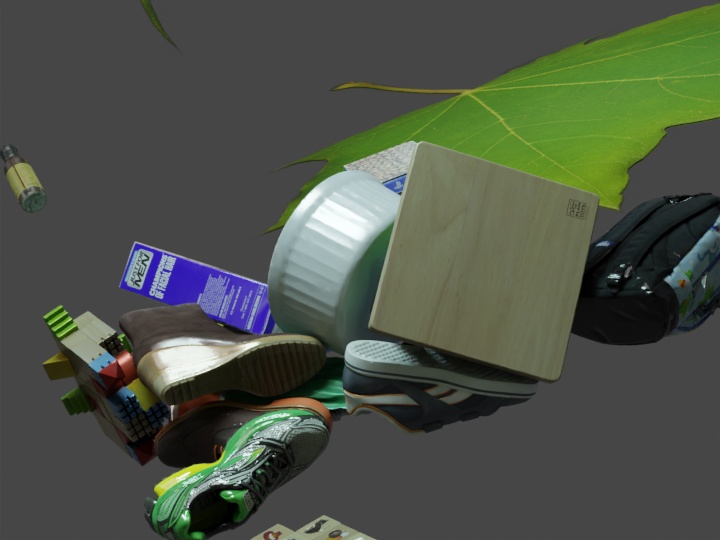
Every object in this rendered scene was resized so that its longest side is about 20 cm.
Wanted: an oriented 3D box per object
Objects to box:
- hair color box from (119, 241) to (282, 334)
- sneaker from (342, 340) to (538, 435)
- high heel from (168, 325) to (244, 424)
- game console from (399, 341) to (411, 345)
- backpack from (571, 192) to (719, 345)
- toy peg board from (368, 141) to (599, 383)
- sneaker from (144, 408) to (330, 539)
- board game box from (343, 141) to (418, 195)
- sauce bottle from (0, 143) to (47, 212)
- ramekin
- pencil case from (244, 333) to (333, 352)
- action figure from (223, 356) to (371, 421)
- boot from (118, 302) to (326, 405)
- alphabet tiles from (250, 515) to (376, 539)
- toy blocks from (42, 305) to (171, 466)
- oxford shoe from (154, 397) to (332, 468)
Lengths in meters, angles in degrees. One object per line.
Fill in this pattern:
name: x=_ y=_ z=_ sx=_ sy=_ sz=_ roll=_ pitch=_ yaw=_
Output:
hair color box: x=-0.171 y=0.029 z=1.811 sx=0.199 sy=0.065 sz=0.109 roll=16 pitch=-4 yaw=22
sneaker: x=0.079 y=0.124 z=1.571 sx=0.199 sy=0.080 sz=0.078 roll=8 pitch=19 yaw=0
high heel: x=-0.185 y=0.156 z=1.827 sx=0.067 sy=0.096 sz=0.200 roll=25 pitch=41 yaw=4
game console: x=0.147 y=0.025 z=1.733 sx=0.199 sy=0.117 sz=0.176 roll=-24 pitch=17 yaw=-20
backpack: x=0.319 y=-0.004 z=1.631 sx=0.163 sy=0.154 sz=0.200 roll=-3 pitch=44 yaw=49
toy peg board: x=0.120 y=-0.002 z=1.578 sx=0.198 sy=0.201 sz=0.098 roll=16 pitch=-12 yaw=-7
sneaker: x=-0.109 y=0.210 z=1.502 sx=0.200 sy=0.078 sz=0.085 roll=-34 pitch=27 yaw=-19
board game box: x=0.070 y=-0.042 z=1.887 sx=0.096 sy=0.201 sz=0.159 roll=-21 pitch=17 yaw=-9
sauce bottle: x=-0.765 y=-0.213 z=3.456 sx=0.064 sy=0.065 sz=0.200 roll=-22 pitch=49 yaw=-13
ramekin: x=0.000 y=0.000 z=1.683 sx=0.098 sy=0.201 sz=0.200 roll=27 pitch=41 yaw=32
pencil case: x=-0.051 y=0.068 z=1.876 sx=0.199 sy=0.078 sz=0.087 roll=-12 pitch=25 yaw=21
action figure: x=-0.037 y=0.132 z=1.670 sx=0.199 sy=0.055 sz=0.118 roll=2 pitch=37 yaw=24
boot: x=-0.153 y=0.073 z=1.670 sx=0.199 sy=0.073 sz=0.166 roll=-11 pitch=32 yaw=-18
alphabet tiles: x=-0.088 y=0.276 z=1.356 sx=0.200 sy=0.006 sz=0.166 roll=-27 pitch=18 yaw=-26
toy blocks: x=-0.268 y=0.139 z=1.719 sx=0.100 sy=0.201 sz=0.137 roll=-34 pitch=34 yaw=-21
oxford shoe: x=-0.132 y=0.180 z=1.611 sx=0.199 sy=0.071 sz=0.073 roll=-13 pitch=22 yaw=17
